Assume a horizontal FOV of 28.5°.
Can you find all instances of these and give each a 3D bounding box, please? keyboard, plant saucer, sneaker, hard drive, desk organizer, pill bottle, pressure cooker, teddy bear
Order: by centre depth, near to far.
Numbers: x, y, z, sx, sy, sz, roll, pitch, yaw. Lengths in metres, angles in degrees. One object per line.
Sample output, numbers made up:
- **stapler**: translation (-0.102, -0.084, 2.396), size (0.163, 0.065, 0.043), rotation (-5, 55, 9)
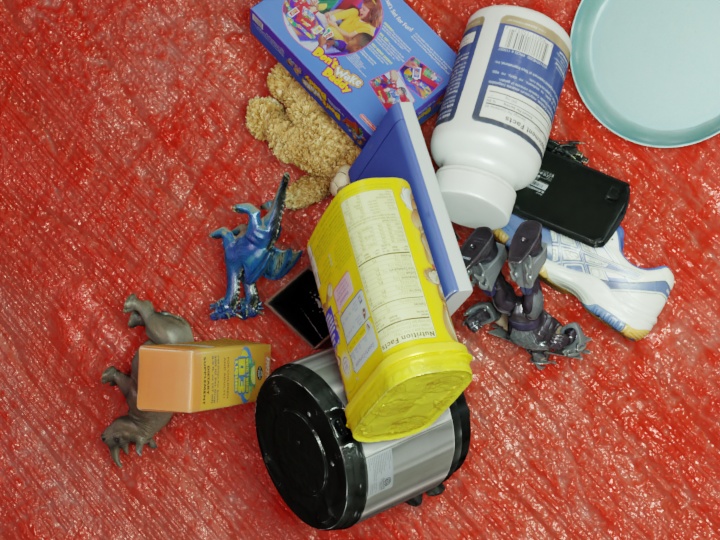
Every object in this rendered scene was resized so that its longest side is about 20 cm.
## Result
- **hard drive**: translation (0.044, -0.041, 1.367), size (0.132, 0.025, 0.202), rotation (-52, 48, 55)
- **pill bottle**: translation (0.132, -0.147, 1.388), size (0.110, 0.111, 0.202), rotation (10, 70, 21)
- **plant saucer**: translation (0.305, -0.221, 1.398), size (0.198, 0.027, 0.202), rotation (0, 90, 21)
- **sneaker**: translation (0.220, -0.017, 1.418), size (0.199, 0.075, 0.089), rotation (35, 92, 11)
- **pressure cooker**: translation (0.015, 0.154, 1.430), size (0.179, 0.199, 0.176), rotation (57, 145, 19)
- **keyboard**: translation (0.182, -0.091, 1.432), size (0.199, 0.040, 0.104), rotation (27, 73, 27)
- **desk organizer**: translation (0.000, 0.000, 1.495), size (0.200, 0.077, 0.072), rotation (-41, 76, 17)
- **teddy bear**: translation (-0.046, -0.136, 1.520), size (0.144, 0.067, 0.201), rotation (-34, 77, 21)

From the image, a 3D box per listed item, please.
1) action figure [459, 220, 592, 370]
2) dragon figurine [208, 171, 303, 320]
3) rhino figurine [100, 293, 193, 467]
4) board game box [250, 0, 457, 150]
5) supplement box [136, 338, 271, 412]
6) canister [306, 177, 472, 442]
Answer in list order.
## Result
- **action figure**: translation (0.155, 0.037, 1.390), size (0.129, 0.201, 0.070), rotation (5, 53, 27)
- **dragon figurine**: translation (-0.105, -0.021, 1.530), size (0.200, 0.059, 0.100), rotation (-41, 69, 37)
- **rhino figurine**: translation (-0.246, 0.132, 1.605), size (0.087, 0.060, 0.202), rotation (20, 101, 10)
- **board game box**: translation (-0.001, -0.230, 1.476), size (0.134, 0.045, 0.200), rotation (-37, 74, -18)
- **supplement box**: translation (-0.161, 0.109, 1.496), size (0.068, 0.200, 0.067), rotation (1, 90, 18)
- **canister**: translation (0.021, 0.034, 1.301), size (0.149, 0.086, 0.202), rotation (125, 135, -53)
